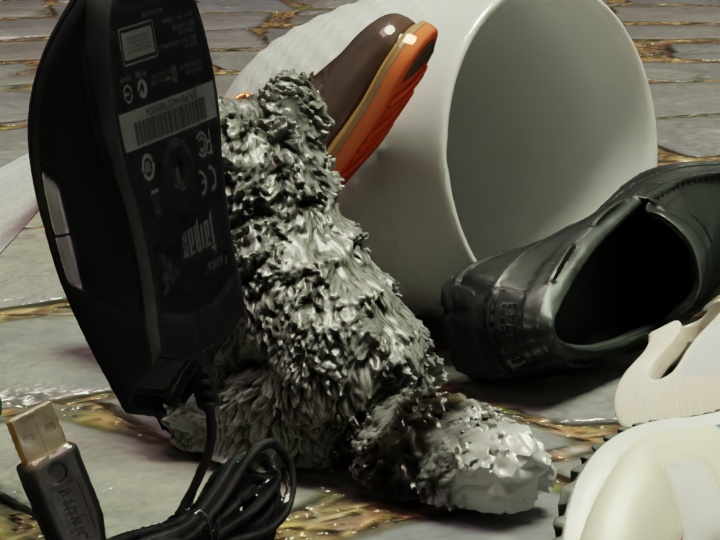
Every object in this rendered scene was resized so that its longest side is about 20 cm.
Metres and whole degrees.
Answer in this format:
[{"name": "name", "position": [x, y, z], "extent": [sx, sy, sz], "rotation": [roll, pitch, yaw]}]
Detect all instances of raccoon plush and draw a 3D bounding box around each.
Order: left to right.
[{"name": "raccoon plush", "position": [0.000, 0.000, 0.872], "extent": [0.199, 0.135, 0.097], "rotation": [8, 14, 37]}]

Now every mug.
[{"name": "mug", "position": [0.033, -0.074, 1.097], "extent": [0.175, 0.148, 0.201], "rotation": [1, 54, 44]}]

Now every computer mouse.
[{"name": "computer mouse", "position": [-0.081, 0.011, 0.724], "extent": [0.046, 0.201, 0.140], "rotation": [-4, 17, 25]}]

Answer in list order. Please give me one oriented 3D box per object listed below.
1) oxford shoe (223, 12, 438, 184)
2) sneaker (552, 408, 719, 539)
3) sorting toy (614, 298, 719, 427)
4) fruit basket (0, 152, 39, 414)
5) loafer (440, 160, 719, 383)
[{"name": "oxford shoe", "position": [-0.047, -0.046, 0.982], "extent": [0.200, 0.073, 0.071], "rotation": [-43, 1, 31]}, {"name": "sneaker", "position": [0.130, 0.074, 0.673], "extent": [0.093, 0.071, 0.199], "rotation": [0, 8, 35]}, {"name": "sorting toy", "position": [0.189, 0.020, 0.916], "extent": [0.179, 0.107, 0.200], "rotation": [-18, 7, 18]}, {"name": "fruit basket", "position": [-0.172, 0.027, 0.771], "extent": [0.185, 0.094, 0.200], "rotation": [-27, 11, 18]}, {"name": "loafer", "position": [0.120, 0.000, 1.008], "extent": [0.200, 0.069, 0.070], "rotation": [-23, 15, -41]}]
